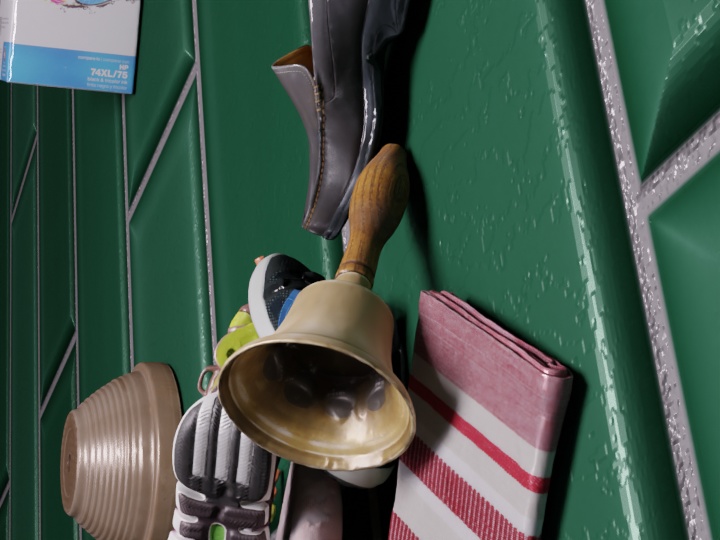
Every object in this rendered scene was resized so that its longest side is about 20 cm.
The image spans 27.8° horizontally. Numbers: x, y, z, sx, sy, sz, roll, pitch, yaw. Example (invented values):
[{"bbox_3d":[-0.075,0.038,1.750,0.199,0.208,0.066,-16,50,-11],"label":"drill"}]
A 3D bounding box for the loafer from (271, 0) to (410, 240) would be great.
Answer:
[{"bbox_3d":[-0.019,-0.118,0.886,0.073,0.072,0.200,-107,27,-74],"label":"loafer"}]

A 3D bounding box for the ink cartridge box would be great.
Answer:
[{"bbox_3d":[-0.339,-0.314,1.694,0.147,0.146,0.200,-153,68,-69],"label":"ink cartridge box"}]

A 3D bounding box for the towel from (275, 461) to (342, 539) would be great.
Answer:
[{"bbox_3d":[-0.039,0.206,0.882,0.200,0.032,0.191,-89,9,-55],"label":"towel"}]

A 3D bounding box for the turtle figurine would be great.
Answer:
[{"bbox_3d":[-0.079,0.078,0.998,0.161,0.064,0.200,122,152,-78],"label":"turtle figurine"}]

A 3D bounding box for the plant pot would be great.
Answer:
[{"bbox_3d":[-0.239,0.189,1.419,0.201,0.092,0.201,-178,90,-70],"label":"plant pot"}]

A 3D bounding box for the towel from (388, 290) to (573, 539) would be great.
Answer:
[{"bbox_3d":[0.055,0.123,0.737,0.144,0.023,0.200,-143,57,-64],"label":"towel"}]

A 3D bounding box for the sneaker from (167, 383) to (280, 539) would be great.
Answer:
[{"bbox_3d":[-0.073,0.146,0.868,0.116,0.076,0.200,-67,-9,-68],"label":"sneaker"}]

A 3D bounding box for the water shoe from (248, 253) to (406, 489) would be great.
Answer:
[{"bbox_3d":[-0.008,0.043,0.880,0.079,0.071,0.200,-52,38,21],"label":"water shoe"}]

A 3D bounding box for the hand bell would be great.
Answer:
[{"bbox_3d":[0.000,0.000,0.803,0.104,0.104,0.200,118,173,-48],"label":"hand bell"}]
